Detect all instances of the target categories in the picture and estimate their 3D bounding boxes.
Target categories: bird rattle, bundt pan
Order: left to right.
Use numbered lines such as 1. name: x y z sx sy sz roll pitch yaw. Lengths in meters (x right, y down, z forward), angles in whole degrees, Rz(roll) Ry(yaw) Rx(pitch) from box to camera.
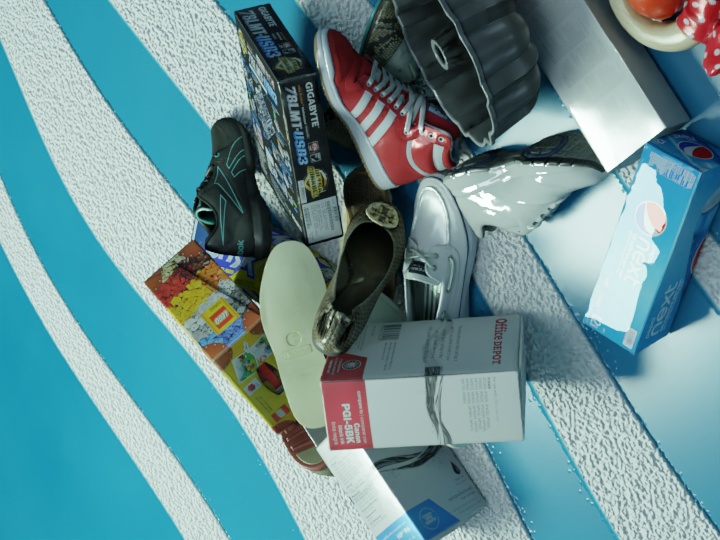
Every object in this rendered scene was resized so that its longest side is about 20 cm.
1. bundt pan: 0.107 -0.224 1.470 0.202 0.076 0.202 58 171 15
2. bird rattle: 0.288 -0.257 1.351 0.163 0.113 0.200 -8 112 56

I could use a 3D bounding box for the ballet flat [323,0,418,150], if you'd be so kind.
1. ballet flat: 0.019 -0.204 1.625 0.075 0.068 0.200 34 133 4

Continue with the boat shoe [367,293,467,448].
1. boat shoe: 0.050 0.114 1.685 0.202 0.072 0.060 53 143 -1

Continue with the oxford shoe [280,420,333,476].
1. oxford shoe: -0.081 0.167 1.835 0.070 0.075 0.200 -30 58 4

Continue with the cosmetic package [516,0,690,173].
1. cosmetic package: 0.219 -0.199 1.439 0.083 0.051 0.200 -39 77 41

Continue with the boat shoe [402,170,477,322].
1. boat shoe: 0.080 -0.003 1.625 0.073 0.067 0.201 6 108 41

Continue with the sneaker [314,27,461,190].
1. sneaker: 0.035 -0.174 1.560 0.112 0.071 0.200 -12 130 24

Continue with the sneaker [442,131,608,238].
1. sneaker: 0.173 -0.083 1.522 0.200 0.074 0.087 -8 110 51

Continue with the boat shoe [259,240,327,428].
1. boat shoe: -0.062 0.065 1.634 0.073 0.063 0.202 -10 99 3

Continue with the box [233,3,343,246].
1. box: -0.079 -0.158 1.641 0.200 0.050 0.199 -122 21 -55

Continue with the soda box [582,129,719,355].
1. soda box: 0.278 -0.026 1.431 0.064 0.068 0.200 34 125 29

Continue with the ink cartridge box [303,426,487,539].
1. ink cartridge box: 0.035 0.212 1.707 0.200 0.116 0.068 55 132 13

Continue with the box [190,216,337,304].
1. box: -0.110 -0.007 1.800 0.200 0.070 0.064 32 121 31

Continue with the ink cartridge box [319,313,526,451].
1. ink cartridge box: 0.069 0.113 1.561 0.199 0.147 0.083 -4 110 9

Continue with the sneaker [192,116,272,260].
1. sneaker: -0.156 -0.099 1.764 0.075 0.079 0.200 101 158 -51

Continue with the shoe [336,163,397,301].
1. shoe: 0.010 -0.028 1.701 0.070 0.053 0.200 6 116 6

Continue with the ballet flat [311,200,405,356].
1. ballet flat: 0.000 0.000 1.580 0.067 0.200 0.046 22 146 5

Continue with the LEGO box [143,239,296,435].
1. LEGO box: -0.141 0.078 1.741 0.149 0.077 0.200 45 173 35
